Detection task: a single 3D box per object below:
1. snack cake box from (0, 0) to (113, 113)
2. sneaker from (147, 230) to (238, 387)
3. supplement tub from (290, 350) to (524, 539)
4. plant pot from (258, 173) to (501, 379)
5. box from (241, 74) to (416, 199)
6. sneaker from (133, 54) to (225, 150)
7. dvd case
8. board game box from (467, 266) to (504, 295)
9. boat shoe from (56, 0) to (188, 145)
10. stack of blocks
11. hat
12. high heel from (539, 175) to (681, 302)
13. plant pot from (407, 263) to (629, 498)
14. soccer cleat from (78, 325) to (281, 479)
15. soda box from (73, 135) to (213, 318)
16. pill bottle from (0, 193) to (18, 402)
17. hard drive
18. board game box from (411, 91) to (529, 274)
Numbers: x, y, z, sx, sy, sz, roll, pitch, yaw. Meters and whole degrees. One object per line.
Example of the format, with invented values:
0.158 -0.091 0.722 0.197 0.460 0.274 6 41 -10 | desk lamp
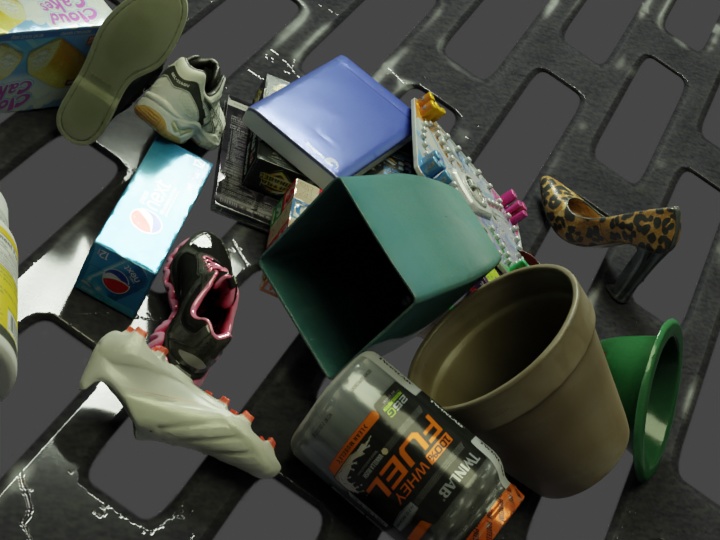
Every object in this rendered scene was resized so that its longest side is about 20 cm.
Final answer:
-0.355 -0.223 1.608 0.199 0.115 0.067 -15 57 -45 | snack cake box
-0.142 0.024 1.496 0.079 0.095 0.201 30 35 -21 | sneaker
0.045 0.179 1.443 0.199 0.123 0.122 39 36 8 | supplement tub
0.035 -0.006 1.551 0.199 0.141 0.142 -14 67 -51 | plant pot
-0.029 -0.125 1.772 0.198 0.046 0.160 20 39 -15 | box
-0.170 -0.183 1.681 0.075 0.088 0.200 37 9 2 | sneaker
-0.090 -0.107 1.761 0.147 0.016 0.201 21 39 -16 | dvd case
0.135 -0.020 1.745 0.121 0.032 0.200 63 20 13 | board game box
-0.240 -0.218 1.628 0.074 0.200 0.066 32 21 -6 | boat shoe
0.000 0.000 1.658 0.199 0.059 0.116 24 45 -18 | stack of blocks
0.246 0.112 1.710 0.174 0.202 0.166 10 -16 23 | hat
0.305 -0.079 1.923 0.071 0.143 0.201 -9 53 -43 | high heel
0.173 0.124 1.553 0.174 0.199 0.201 51 30 -22 | plant pot
-0.159 0.132 1.401 0.200 0.069 0.078 40 75 -12 | soccer cleat
-0.211 -0.047 1.558 0.067 0.064 0.201 28 36 -7 | soda box
-0.347 0.017 1.338 0.113 0.115 0.201 14 39 -24 | pill bottle
-0.026 -0.166 1.759 0.132 0.025 0.200 40 37 9 | hard drive
0.129 -0.090 1.771 0.200 0.026 0.201 47 19 -21 | board game box
